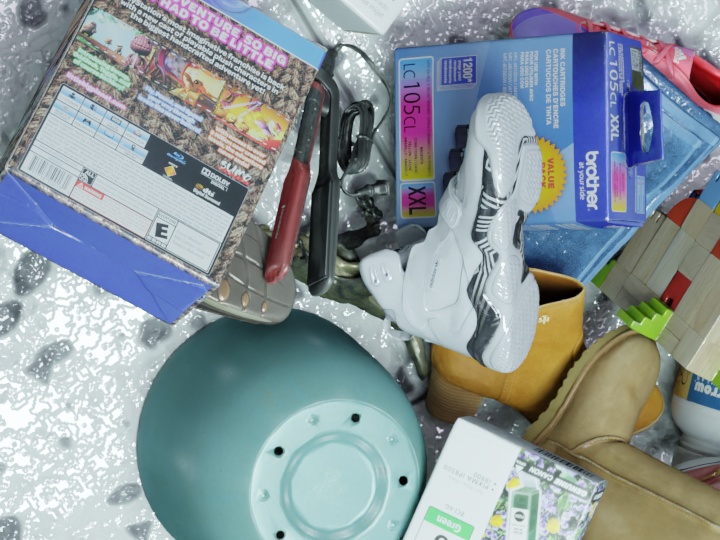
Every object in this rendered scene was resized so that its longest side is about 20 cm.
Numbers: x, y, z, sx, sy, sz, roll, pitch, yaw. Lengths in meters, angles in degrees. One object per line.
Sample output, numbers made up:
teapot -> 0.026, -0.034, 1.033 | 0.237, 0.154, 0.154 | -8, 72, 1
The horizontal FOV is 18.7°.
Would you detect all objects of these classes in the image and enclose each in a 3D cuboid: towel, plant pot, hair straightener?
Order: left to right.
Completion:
plant pot -> -0.043, 0.138, 1.559 | 0.200, 0.161, 0.201 | -3, 100, -20
hair straightener -> -0.017, -0.073, 1.569 | 0.077, 0.041, 0.200 | 19, 63, -22
towel -> 0.167, -0.065, 1.626 | 0.112, 0.049, 0.200 | 36, 109, -19

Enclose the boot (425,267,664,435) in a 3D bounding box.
boot -> 0.152, 0.061, 1.631 | 0.201, 0.071, 0.144 | 2, 138, -15

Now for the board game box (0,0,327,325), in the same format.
board game box -> -0.141, -0.094, 1.474 | 0.159, 0.097, 0.200 | 30, 63, -13

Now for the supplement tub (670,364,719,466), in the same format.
supplement tub -> 0.322, 0.069, 1.689 | 0.145, 0.145, 0.200 | 12, 93, -21

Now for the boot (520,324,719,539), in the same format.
boot -> 0.214, 0.143, 1.545 | 0.175, 0.200, 0.066 | -51, 135, -11

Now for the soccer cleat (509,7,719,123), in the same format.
soccer cleat -> 0.205, -0.156, 1.643 | 0.200, 0.076, 0.067 | 24, 53, -25

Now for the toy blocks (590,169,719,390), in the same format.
toy blocks -> 0.259, -0.006, 1.598 | 0.100, 0.200, 0.137 | 26, 101, -27

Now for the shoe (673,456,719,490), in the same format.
shoe -> 0.314, 0.164, 1.583 | 0.200, 0.091, 0.072 | -12, 104, 10

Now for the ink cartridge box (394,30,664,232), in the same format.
ink cartridge box -> 0.128, -0.097, 1.559 | 0.076, 0.200, 0.137 | 2, 86, -63

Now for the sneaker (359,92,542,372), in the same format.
sneaker -> 0.061, -0.029, 1.508 | 0.075, 0.115, 0.200 | -40, 133, -55

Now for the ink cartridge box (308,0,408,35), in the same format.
ink cartridge box -> 0.009, -0.290, 1.555 | 0.146, 0.084, 0.200 | 38, 84, -21

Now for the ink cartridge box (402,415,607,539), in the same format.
ink cartridge box -> 0.079, 0.212, 1.506 | 0.109, 0.050, 0.200 | 25, 93, 13

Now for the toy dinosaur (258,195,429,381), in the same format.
toy dinosaur -> 0.000, 0.000, 1.608 | 0.200, 0.047, 0.088 | 35, 121, -22

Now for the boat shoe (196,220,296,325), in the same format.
boat shoe -> -0.140, -0.017, 1.548 | 0.200, 0.073, 0.075 | 28, 64, -13
